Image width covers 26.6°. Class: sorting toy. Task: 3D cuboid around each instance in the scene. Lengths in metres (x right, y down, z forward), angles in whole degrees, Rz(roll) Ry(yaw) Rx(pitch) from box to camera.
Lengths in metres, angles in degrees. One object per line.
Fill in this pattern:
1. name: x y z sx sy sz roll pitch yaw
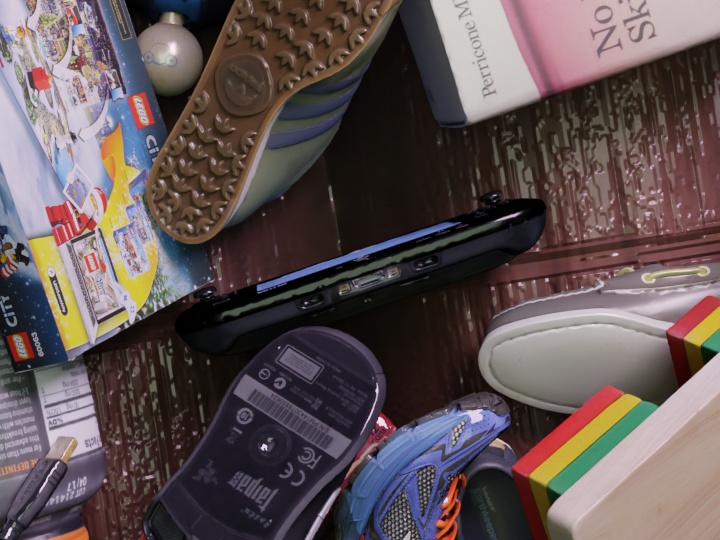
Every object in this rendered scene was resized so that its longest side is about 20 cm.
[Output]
1. sorting toy: 0.171 0.126 0.763 0.200 0.069 0.200 -37 125 -24

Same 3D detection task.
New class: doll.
1. doll: -0.098 -0.195 0.822 0.135 0.048 0.202 6 93 -5

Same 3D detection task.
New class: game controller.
1. game controller: 0.000 0.000 0.793 0.199 0.104 0.042 -19 85 -3

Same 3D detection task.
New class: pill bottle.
1. pill bottle: -0.192 0.066 0.782 0.105 0.106 0.202 -12 89 -3

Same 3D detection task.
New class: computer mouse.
1. computer mouse: -0.082 0.105 0.734 0.140 0.046 0.201 24 67 17

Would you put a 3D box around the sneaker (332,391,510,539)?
1. sneaker: 0.022 0.145 0.775 0.078 0.075 0.201 38 112 15

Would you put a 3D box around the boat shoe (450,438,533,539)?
1. boat shoe: 0.096 0.182 0.815 0.074 0.062 0.201 -26 91 -5

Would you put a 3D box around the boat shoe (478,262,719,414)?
1. boat shoe: 0.162 0.032 0.823 0.200 0.061 0.072 -4 130 2

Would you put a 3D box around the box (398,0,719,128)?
1. box: 0.119 -0.166 0.794 0.199 0.109 0.129 -20 97 -3

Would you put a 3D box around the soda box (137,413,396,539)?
1. soda box: -0.068 0.141 0.784 0.063 0.070 0.200 39 76 12

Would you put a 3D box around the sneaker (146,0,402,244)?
1. sneaker: -0.033 -0.104 0.779 0.067 0.090 0.201 40 111 8

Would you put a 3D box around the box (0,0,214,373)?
1. box: -0.151 -0.067 0.758 0.037 0.136 0.201 -13 100 28
